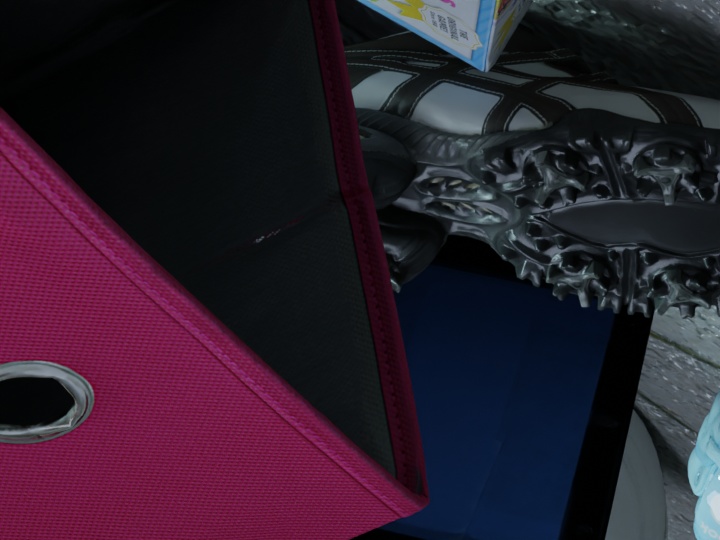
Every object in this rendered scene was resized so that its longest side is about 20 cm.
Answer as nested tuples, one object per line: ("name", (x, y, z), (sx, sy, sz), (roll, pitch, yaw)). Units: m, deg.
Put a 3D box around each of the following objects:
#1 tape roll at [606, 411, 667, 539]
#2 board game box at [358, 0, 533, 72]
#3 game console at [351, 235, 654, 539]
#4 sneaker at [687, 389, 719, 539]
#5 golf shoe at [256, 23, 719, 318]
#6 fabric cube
("tape roll", (0.018, 0.123, 1.143), (0.139, 0.203, 0.203), (20, 163, 42))
("board game box", (-0.012, -0.126, 0.658), (0.134, 0.034, 0.200), (31, 167, 7))
("game console", (0.000, 0.000, 0.849), (0.116, 0.200, 0.176), (-18, 116, 23))
("sneaker", (0.146, 0.059, 0.875), (0.074, 0.082, 0.200), (26, 166, 18))
("golf shoe", (0.052, -0.041, 0.770), (0.199, 0.095, 0.078), (3, 138, 15))
("fabric cube", (-0.127, -0.027, 0.599), (0.196, 0.199, 0.201), (47, -156, -46))
